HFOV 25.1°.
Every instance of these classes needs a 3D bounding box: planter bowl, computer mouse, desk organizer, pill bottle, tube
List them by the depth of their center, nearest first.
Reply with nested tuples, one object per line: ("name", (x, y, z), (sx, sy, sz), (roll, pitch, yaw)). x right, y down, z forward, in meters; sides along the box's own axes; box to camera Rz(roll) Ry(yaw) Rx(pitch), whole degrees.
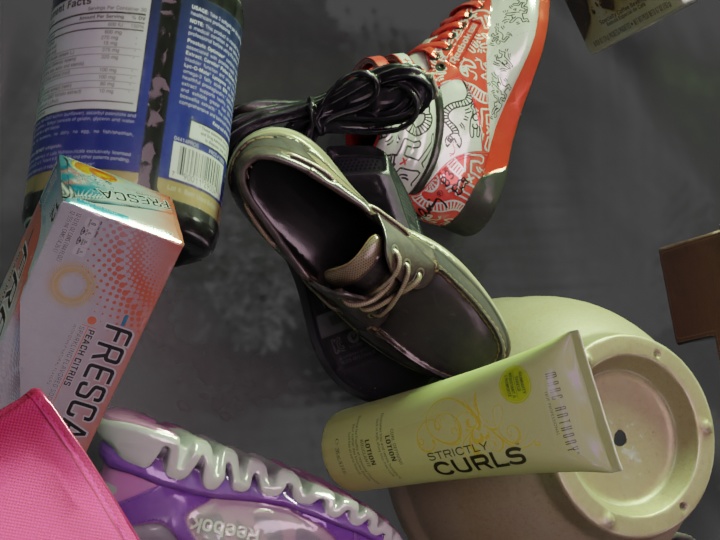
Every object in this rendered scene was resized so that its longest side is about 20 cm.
("tube", (0.058, 0.087, 0.910), (0.058, 0.199, 0.052), (41, 53, -28))
("pill bottle", (-0.125, -0.112, 0.921), (0.111, 0.112, 0.202), (12, 75, -24))
("computer mouse", (0.002, -0.019, 0.981), (0.137, 0.053, 0.201), (-16, 98, 7))
("planter bowl", (0.132, 0.106, 0.994), (0.199, 0.135, 0.202), (6, 77, -26))
("desk organizer", (0.269, 0.071, 1.099), (0.071, 0.077, 0.202), (-6, 83, -27))

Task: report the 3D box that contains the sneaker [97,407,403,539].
("sneaker", (-0.070, 0.148, 0.922), (0.199, 0.080, 0.089), (22, 84, -24))

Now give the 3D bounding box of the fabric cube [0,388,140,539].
("fabric cube", (-0.181, 0.195, 0.693), (0.199, 0.200, 0.197), (-31, 87, -22))

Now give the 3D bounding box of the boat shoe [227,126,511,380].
("boat shoe", (0.000, 0.000, 0.920), (0.200, 0.073, 0.075), (38, 102, -2))

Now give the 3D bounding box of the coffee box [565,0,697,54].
("coffee box", (0.169, -0.265, 1.096), (0.080, 0.113, 0.201), (-27, 92, -28))

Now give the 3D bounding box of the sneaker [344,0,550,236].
("sneaker", (0.052, -0.132, 1.038), (0.107, 0.067, 0.203), (21, 74, -24))

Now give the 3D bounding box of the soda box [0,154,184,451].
("soda box", (-0.163, 0.046, 0.840), (0.068, 0.064, 0.201), (20, 109, -21))

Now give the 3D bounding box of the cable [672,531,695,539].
("cable", (0.258, 0.264, 1.071), (0.097, 0.050, 0.201), (-16, 89, -29))
